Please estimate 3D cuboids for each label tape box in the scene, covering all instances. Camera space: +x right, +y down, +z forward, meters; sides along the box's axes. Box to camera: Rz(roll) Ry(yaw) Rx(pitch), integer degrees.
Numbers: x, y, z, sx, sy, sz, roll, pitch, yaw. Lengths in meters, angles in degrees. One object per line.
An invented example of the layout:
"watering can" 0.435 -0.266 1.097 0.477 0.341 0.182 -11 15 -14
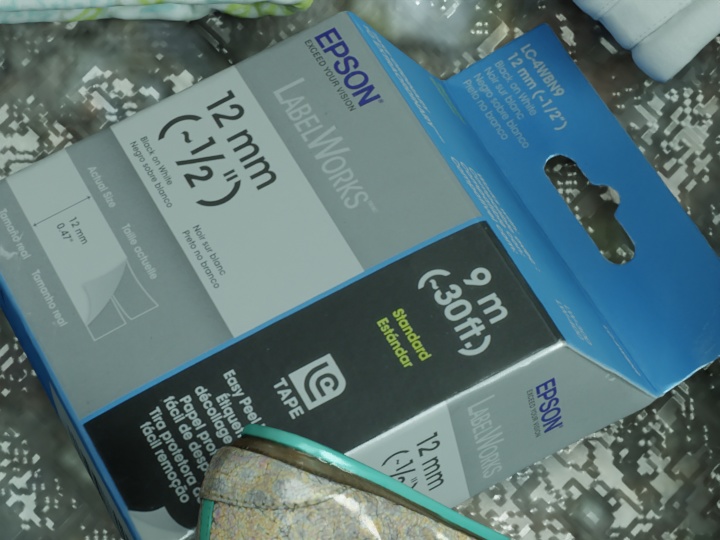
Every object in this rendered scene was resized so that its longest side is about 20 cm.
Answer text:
"label tape box" 0.000 0.000 0.881 0.200 0.066 0.143 -28 57 -6

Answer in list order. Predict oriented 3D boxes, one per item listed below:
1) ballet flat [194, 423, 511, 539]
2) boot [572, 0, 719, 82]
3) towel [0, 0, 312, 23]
"ballet flat" 0.037 0.105 0.815 0.199 0.068 0.067 22 79 -21
"boot" 0.138 -0.146 0.907 0.200 0.074 0.096 -40 91 -1
"towel" -0.117 -0.162 0.938 0.199 0.048 0.172 -2 84 -5
